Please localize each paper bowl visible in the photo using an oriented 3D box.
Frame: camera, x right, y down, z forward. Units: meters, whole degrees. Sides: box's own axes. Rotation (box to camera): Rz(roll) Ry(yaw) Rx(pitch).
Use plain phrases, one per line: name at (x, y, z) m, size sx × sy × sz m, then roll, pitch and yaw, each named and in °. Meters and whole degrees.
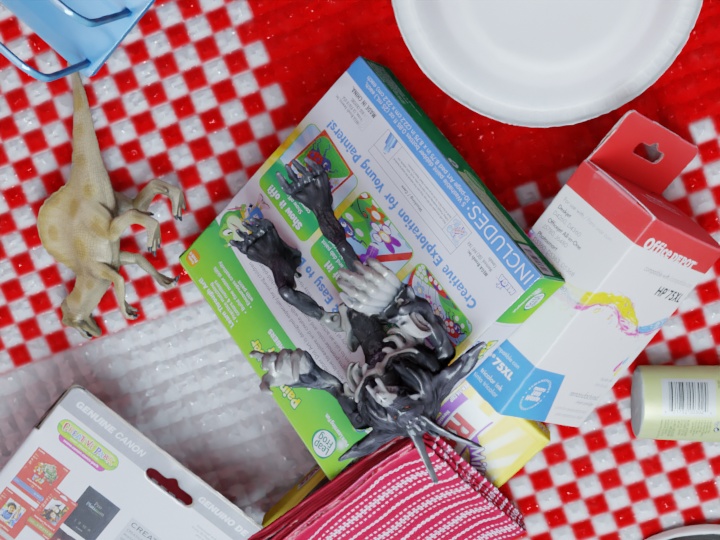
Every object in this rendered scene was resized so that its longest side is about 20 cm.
paper bowl at (0.117, -0.190, 0.904) m, size 0.200 × 0.104 × 0.201 m, roll 1°, pitch 105°, yaw 4°

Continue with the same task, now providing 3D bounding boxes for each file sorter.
file sorter at (-0.179, -0.237, 0.911) m, size 0.139 × 0.123 × 0.200 m, roll 41°, pitch 105°, yaw -5°

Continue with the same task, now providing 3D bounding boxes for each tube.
tube at (0.289, 0.094, 0.992) m, size 0.200 × 0.052 × 0.058 m, roll 1°, pitch 146°, yaw 2°

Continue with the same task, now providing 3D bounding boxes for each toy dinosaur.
toy dinosaur at (-0.178, -0.038, 0.990) m, size 0.101 × 0.058 × 0.200 m, roll 7°, pitch 106°, yaw 15°

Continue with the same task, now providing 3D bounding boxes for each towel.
towel at (0.023, 0.181, 0.976) m, size 0.145 × 0.022 × 0.200 m, roll -35°, pitch 143°, yaw 7°

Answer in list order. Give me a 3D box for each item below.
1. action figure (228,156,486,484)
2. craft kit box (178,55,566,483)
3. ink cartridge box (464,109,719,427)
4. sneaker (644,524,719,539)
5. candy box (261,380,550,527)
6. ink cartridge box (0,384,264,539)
action figure at (-0.009, 0.035, 0.859) m, size 0.119 × 0.102 × 0.200 m, roll -44°, pitch 63°, yaw 19°
craft kit box at (0.000, 0.000, 0.938) m, size 0.198 × 0.049 × 0.200 m, roll -44°, pitch 66°, yaw 18°
ink cartridge box at (0.157, 0.004, 0.936) m, size 0.067 × 0.116 × 0.200 m, roll 47°, pitch 108°, yaw 32°
sneaker at (0.190, 0.252, 1.012) m, size 0.200 × 0.099 × 0.071 m, roll -30°, pitch 98°, yaw 11°
candy box at (0.032, 0.151, 1.039) m, size 0.102 × 0.026 × 0.200 m, roll 43°, pitch 104°, yaw -10°
ink cartridge box at (-0.169, 0.190, 1.039) m, size 0.200 × 0.084 × 0.176 m, roll 39°, pitch 105°, yaw -5°
